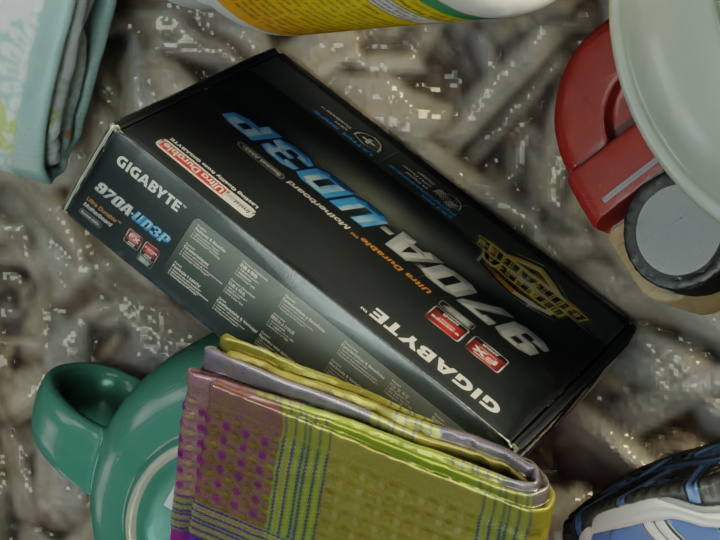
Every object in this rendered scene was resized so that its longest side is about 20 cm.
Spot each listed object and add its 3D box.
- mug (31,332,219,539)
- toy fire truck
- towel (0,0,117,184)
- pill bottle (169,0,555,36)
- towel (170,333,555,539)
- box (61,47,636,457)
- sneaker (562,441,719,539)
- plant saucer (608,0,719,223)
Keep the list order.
[{"bbox_3d":[-0.051,0.102,1.125,0.185,0.114,0.152,-14,96,22],"label":"mug"},{"bbox_3d":[0.139,-0.106,1.018,0.176,0.129,0.200,-37,68,19],"label":"toy fire truck"},{"bbox_3d":[-0.182,-0.155,1.130,0.171,0.048,0.200,21,107,16],"label":"towel"},{"bbox_3d":[-0.007,-0.148,1.021,0.200,0.113,0.113,2,105,52],"label":"pill bottle"},{"bbox_3d":[-0.005,0.121,1.010,0.143,0.023,0.200,20,132,12],"label":"towel"},{"bbox_3d":[0.000,0.000,1.058,0.200,0.159,0.046,39,116,9],"label":"box"},{"bbox_3d":[0.176,0.107,1.062,0.200,0.076,0.077,-9,99,26],"label":"sneaker"},{"bbox_3d":[0.181,-0.099,0.923,0.200,0.050,0.200,-1,87,16],"label":"plant saucer"}]
